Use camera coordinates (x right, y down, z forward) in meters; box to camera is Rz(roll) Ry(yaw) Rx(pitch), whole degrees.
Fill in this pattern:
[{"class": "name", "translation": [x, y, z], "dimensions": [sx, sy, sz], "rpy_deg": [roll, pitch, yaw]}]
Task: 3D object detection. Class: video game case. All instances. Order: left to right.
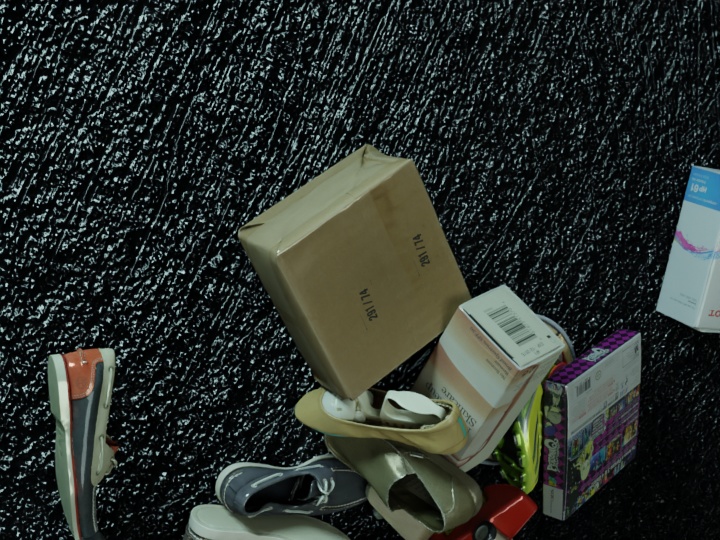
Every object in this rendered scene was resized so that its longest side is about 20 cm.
[{"class": "video game case", "translation": [0.292, 0.189, 1.366], "dimensions": [0.200, 0.036, 0.182], "rpy_deg": [-24, 118, -47]}]

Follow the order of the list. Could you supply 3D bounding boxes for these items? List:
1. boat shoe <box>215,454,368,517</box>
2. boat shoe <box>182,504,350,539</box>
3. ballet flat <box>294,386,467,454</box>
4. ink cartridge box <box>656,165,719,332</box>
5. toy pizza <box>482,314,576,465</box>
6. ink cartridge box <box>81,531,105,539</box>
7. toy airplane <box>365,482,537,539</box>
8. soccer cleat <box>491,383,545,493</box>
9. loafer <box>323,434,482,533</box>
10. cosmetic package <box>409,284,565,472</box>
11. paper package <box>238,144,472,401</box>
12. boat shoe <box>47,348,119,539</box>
[{"class": "boat shoe", "translation": [-0.062, 0.252, 1.226], "dimensions": [0.199, 0.063, 0.073], "rpy_deg": [5, 100, -30]}, {"class": "boat shoe", "translation": [-0.104, 0.311, 1.220], "dimensions": [0.199, 0.072, 0.060], "rpy_deg": [14, 105, -27]}, {"class": "ballet flat", "translation": [0.020, 0.147, 1.176], "dimensions": [0.063, 0.199, 0.069], "rpy_deg": [80, 25, -42]}, {"class": "ink cartridge box", "translation": [0.483, -0.024, 1.416], "dimensions": [0.144, 0.085, 0.201], "rpy_deg": [5, 102, -29]}, {"class": "toy pizza", "translation": [0.192, 0.151, 1.347], "dimensions": [0.199, 0.032, 0.201], "rpy_deg": [-9, 110, -25]}, {"class": "ink cartridge box", "translation": [-0.327, 0.388, 1.093], "dimensions": [0.199, 0.084, 0.176], "rpy_deg": [-17, 97, -22]}, {"class": "toy airplane", "translation": [0.101, 0.319, 1.305], "dimensions": [0.198, 0.141, 0.201], "rpy_deg": [3, 128, 0]}, {"class": "soccer cleat", "translation": [0.199, 0.177, 1.304], "dimensions": [0.083, 0.065, 0.201], "rpy_deg": [-21, 114, -29]}, {"class": "loafer", "translation": [0.039, 0.219, 1.201], "dimensions": [0.067, 0.199, 0.076], "rpy_deg": [-38, 149, -52]}, {"class": "cosmetic package", "translation": [0.126, 0.127, 1.204], "dimensions": [0.087, 0.103, 0.200], "rpy_deg": [-21, 147, -42]}, {"class": "paper package", "translation": [0.000, 0.000, 1.157], "dimensions": [0.190, 0.103, 0.200], "rpy_deg": [-36, 118, -16]}, {"class": "boat shoe", "translation": [-0.273, 0.175, 1.090], "dimensions": [0.062, 0.071, 0.201], "rpy_deg": [-7, 105, -29]}]
